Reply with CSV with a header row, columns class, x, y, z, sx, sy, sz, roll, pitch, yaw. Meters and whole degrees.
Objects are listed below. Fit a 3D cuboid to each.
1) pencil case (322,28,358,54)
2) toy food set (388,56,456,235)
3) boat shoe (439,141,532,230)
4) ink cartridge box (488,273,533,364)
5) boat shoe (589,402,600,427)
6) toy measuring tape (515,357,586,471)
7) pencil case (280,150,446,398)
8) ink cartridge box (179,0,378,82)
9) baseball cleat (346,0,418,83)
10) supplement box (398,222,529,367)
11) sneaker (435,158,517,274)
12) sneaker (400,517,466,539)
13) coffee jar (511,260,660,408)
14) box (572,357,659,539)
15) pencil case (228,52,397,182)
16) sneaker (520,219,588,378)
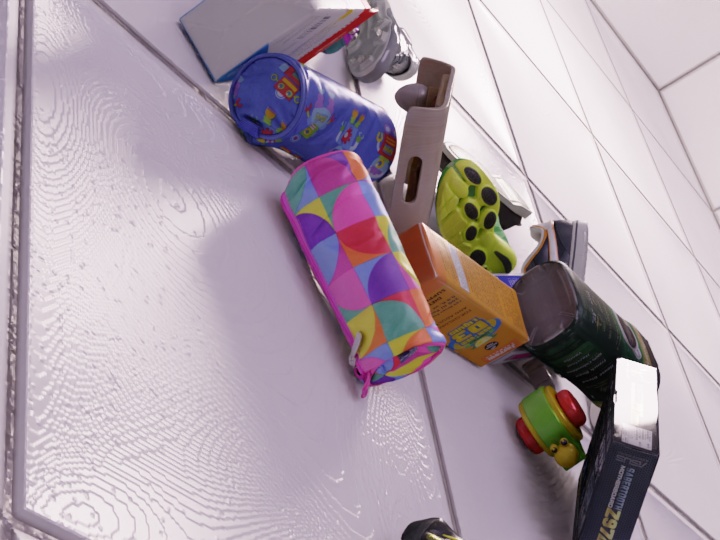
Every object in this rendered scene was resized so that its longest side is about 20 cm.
class,x,y,z,sx,sy,sz,roll,pitch,yaw
pencil case,-0.071,-0.293,1.351,0.092,0.085,0.200,40,8,34
toy food set,0.052,-0.123,1.361,0.200,0.060,0.144,-71,171,-66
boat shoe,0.135,-0.089,1.585,0.201,0.061,0.072,29,24,-54
ink cartridge box,0.174,0.051,1.503,0.200,0.037,0.095,-2,63,-59
boat shoe,0.322,0.163,1.680,0.069,0.072,0.200,49,14,-26
toy measuring tape,0.190,0.135,1.413,0.074,0.073,0.200,48,14,-27
pencil case,0.000,0.000,1.127,0.088,0.088,0.201,13,50,-63
ink cartridge box,-0.068,-0.235,1.237,0.068,0.116,0.200,58,20,0
baseball cleat,0.034,-0.253,1.561,0.107,0.070,0.201,48,24,-26
supplement box,0.090,0.027,1.318,0.200,0.066,0.069,30,35,-52
sneaker,0.115,-0.059,1.473,0.084,0.074,0.200,61,-2,35
sneaker,0.100,0.252,1.026,0.200,0.074,0.085,44,25,-36
coffee jar,0.248,0.078,1.470,0.200,0.085,0.105,37,28,-40
box,0.257,0.201,1.359,0.051,0.159,0.200,16,22,6
pencil case,-0.039,-0.132,1.220,0.078,0.087,0.200,29,5,29
sneaker,0.233,0.034,1.636,0.079,0.079,0.201,68,27,-65
